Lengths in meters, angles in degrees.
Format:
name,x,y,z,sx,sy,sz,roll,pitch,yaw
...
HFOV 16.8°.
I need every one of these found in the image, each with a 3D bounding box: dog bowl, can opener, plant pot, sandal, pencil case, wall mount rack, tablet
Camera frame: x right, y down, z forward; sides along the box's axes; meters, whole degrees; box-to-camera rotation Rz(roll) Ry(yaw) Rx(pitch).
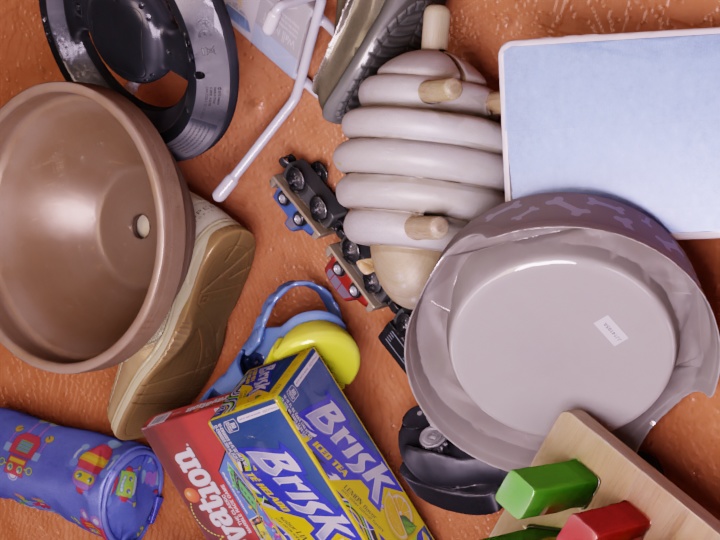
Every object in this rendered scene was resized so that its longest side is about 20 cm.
name,x,y,z,sx,sy,sz,roll,pitch,yaw
dog bowl,0.128,0.038,1.539,0.198,0.059,0.201,3,127,4
can opener,0.110,0.125,1.630,0.199,0.079,0.064,2,58,33
plant pot,-0.181,-0.031,1.710,0.200,0.092,0.203,3,94,38
sandal,-0.065,0.078,1.746,0.200,0.079,0.088,-45,35,37
pencil case,-0.236,0.154,1.867,0.199,0.087,0.079,13,72,35
wall mount rack,-0.098,-0.159,1.736,0.200,0.074,0.175,43,137,26
tablet,0.186,-0.084,1.527,0.198,0.014,0.131,-2,94,13

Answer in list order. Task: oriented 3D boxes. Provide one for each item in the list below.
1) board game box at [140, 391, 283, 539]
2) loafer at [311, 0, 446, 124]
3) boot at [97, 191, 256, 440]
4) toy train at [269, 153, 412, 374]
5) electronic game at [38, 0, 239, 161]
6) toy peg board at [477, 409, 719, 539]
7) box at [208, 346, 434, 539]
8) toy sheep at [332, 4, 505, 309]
name,x,y,z,sx,sy,sz,roll,pitch,yaw
board game box,-0.067,0.179,1.731,0.102,0.019,0.201,-18,109,37
loafer,0.019,-0.193,1.649,0.069,0.075,0.201,35,105,29
boot,-0.169,0.009,1.807,0.155,0.072,0.201,43,125,29
toy train,0.000,0.000,1.706,0.200,0.034,0.046,53,134,19
electronic game,-0.158,-0.171,1.713,0.199,0.041,0.201,27,132,35
toy peg board,0.133,0.225,1.486,0.199,0.098,0.201,39,113,27
box,-0.017,0.156,1.661,0.064,0.070,0.201,-21,109,34
toy sheep,0.046,-0.074,1.606,0.137,0.138,0.202,6,84,35
